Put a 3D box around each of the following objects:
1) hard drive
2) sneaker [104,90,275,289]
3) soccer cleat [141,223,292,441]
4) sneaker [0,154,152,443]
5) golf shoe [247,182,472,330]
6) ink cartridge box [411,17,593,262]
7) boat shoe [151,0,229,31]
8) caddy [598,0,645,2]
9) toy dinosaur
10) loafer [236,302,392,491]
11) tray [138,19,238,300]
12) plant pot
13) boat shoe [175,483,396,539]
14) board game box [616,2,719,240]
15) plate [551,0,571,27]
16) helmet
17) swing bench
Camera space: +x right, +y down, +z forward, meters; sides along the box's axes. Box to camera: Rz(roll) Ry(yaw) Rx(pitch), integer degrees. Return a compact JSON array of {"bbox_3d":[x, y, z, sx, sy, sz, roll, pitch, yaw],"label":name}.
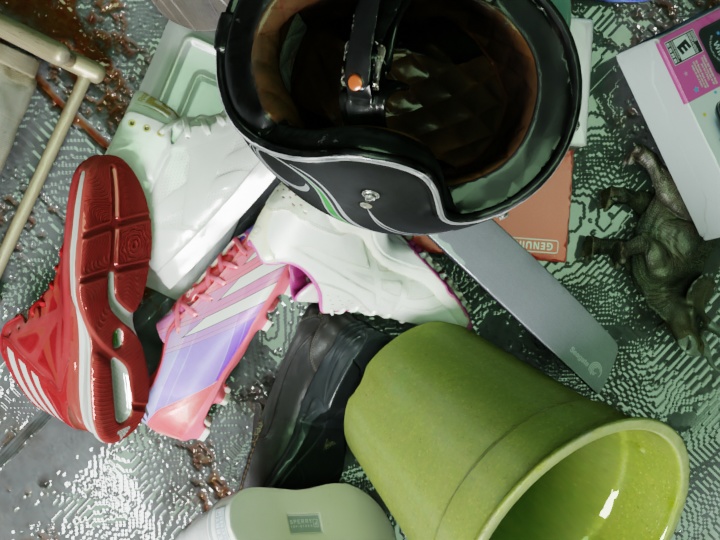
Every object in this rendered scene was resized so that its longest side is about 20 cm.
[{"bbox_3d":[0.094,-0.003,1.110,0.200,0.135,0.042,43,92,-11],"label":"hard drive"},{"bbox_3d":[-0.106,-0.096,1.108,0.116,0.074,0.200,44,100,-3],"label":"sneaker"},{"bbox_3d":[-0.103,0.028,1.146,0.076,0.067,0.201,27,94,-9],"label":"soccer cleat"},{"bbox_3d":[-0.211,0.015,1.107,0.115,0.078,0.202,10,103,32],"label":"sneaker"},{"bbox_3d":[0.000,0.000,1.123,0.092,0.075,0.200,-46,123,3],"label":"golf shoe"},{"bbox_3d":[0.065,-0.101,1.160,0.198,0.045,0.178,4,90,-2],"label":"ink cartridge box"},{"bbox_3d":[-0.068,-0.202,1.103,0.199,0.076,0.072,22,64,31],"label":"boat shoe"},{"bbox_3d":[0.176,-0.250,1.090,0.140,0.200,0.106,12,75,0],"label":"caddy"},{"bbox_3d":[0.228,-0.033,1.163,0.101,0.077,0.202,16,76,-20],"label":"toy dinosaur"},{"bbox_3d":[-0.048,0.118,1.159,0.072,0.073,0.201,36,99,36],"label":"loafer"},{"bbox_3d":[-0.127,-0.084,1.164,0.106,0.022,0.202,23,91,-4],"label":"tray"},{"bbox_3d":[0.086,0.134,1.081,0.200,0.200,0.190,-49,49,0],"label":"plant pot"},{"bbox_3d":[-0.049,0.194,1.114,0.068,0.199,0.073,-23,73,31],"label":"boat shoe"},{"bbox_3d":[0.302,-0.132,1.130,0.199,0.064,0.149,-28,93,-21],"label":"board game box"},{"bbox_3d":[0.047,-0.189,1.048,0.200,0.200,0.026,48,54,-2],"label":"plate"},{"bbox_3d":[0.028,-0.113,0.961,0.198,0.190,0.202,-9,74,33],"label":"helmet"},{"bbox_3d":[-0.317,-0.101,1.107,0.198,0.130,0.200,26,91,3],"label":"swing bench"}]
